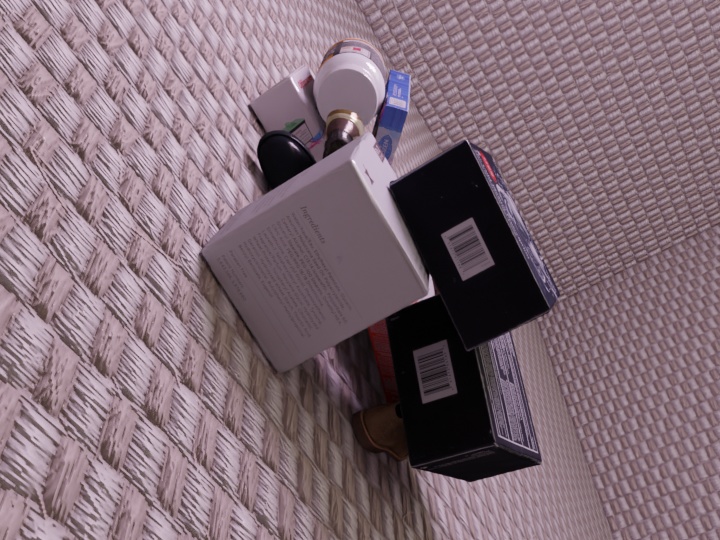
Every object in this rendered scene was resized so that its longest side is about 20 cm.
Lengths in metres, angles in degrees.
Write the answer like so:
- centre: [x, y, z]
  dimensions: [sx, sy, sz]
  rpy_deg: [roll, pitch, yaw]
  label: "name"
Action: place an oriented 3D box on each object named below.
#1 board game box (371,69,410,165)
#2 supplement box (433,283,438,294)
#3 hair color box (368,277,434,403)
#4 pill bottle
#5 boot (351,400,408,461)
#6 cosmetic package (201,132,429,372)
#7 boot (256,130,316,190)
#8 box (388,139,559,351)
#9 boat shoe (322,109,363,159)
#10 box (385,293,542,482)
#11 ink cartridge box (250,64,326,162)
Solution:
- centre: [0.036, -0.209, 1.260]
  dimensions: [0.042, 0.203, 0.201]
  rpy_deg: [14, 29, -3]
  label: "board game box"
- centre: [0.158, 0.003, 1.160]
  dimensions: [0.203, 0.125, 0.073]
  rpy_deg: [60, -26, -9]
  label: "supplement box"
- centre: [0.067, 0.089, 1.099]
  dimensions: [0.111, 0.063, 0.204]
  rpy_deg: [-45, 132, -45]
  label: "hair color box"
- centre: [-0.016, -0.295, 1.199]
  dimensions: [0.118, 0.115, 0.201]
  rpy_deg: [57, 16, -21]
  label: "pill bottle"
- centre: [0.061, 0.214, 1.037]
  dimensions: [0.075, 0.074, 0.199]
  rpy_deg: [67, 15, 21]
  label: "boot"
- centre: [-0.039, -0.025, 0.857]
  dimensions: [0.167, 0.197, 0.165]
  rpy_deg: [58, 17, -14]
  label: "cosmetic package"
- centre: [-0.082, -0.078, 1.026]
  dimensions: [0.169, 0.075, 0.203]
  rpy_deg: [-93, 158, -63]
  label: "boot"
- centre: [0.139, -0.032, 0.875]
  dimensions: [0.204, 0.103, 0.182]
  rpy_deg: [64, 17, 5]
  label: "box"
- centre: [-0.025, -0.129, 1.066]
  dimensions: [0.203, 0.071, 0.066]
  rpy_deg: [80, 22, -46]
  label: "boat shoe"
- centre: [0.137, 0.160, 0.995]
  dimensions: [0.198, 0.121, 0.205]
  rpy_deg: [32, 43, -54]
  label: "box"
- centre: [-0.083, -0.218, 1.229]
  dimensions: [0.203, 0.083, 0.145]
  rpy_deg: [59, 16, -15]
  label: "ink cartridge box"
